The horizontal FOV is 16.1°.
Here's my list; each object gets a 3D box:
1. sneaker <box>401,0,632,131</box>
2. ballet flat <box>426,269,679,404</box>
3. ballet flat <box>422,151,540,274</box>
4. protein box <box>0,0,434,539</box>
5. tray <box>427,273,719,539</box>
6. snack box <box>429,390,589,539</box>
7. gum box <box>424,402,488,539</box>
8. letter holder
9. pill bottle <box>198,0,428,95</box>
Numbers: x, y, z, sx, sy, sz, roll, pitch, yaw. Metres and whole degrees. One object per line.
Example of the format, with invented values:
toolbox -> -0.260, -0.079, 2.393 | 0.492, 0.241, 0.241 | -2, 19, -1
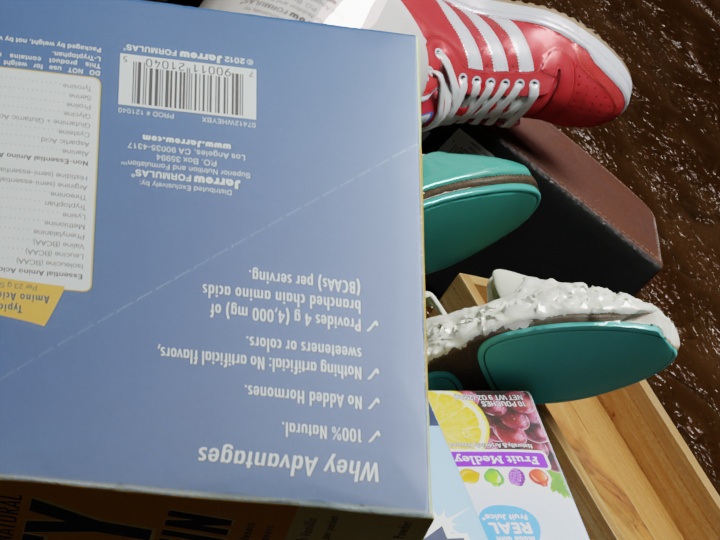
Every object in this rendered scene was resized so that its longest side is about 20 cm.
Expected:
sneaker -> 0.053, -0.096, 1.355 | 0.199, 0.071, 0.113 | 21, 49, -17
ballet flat -> 0.050, 0.033, 1.217 | 0.072, 0.199, 0.072 | -13, 90, -84
ballet flat -> -0.004, -0.023, 1.272 | 0.199, 0.068, 0.070 | -27, 60, -24
protein box -> -0.084, 0.020, 0.935 | 0.197, 0.135, 0.201 | 6, 59, -11
tray -> 0.116, 0.088, 1.264 | 0.098, 0.037, 0.200 | 12, 36, -38
snack box -> 0.034, 0.139, 1.123 | 0.141, 0.053, 0.201 | 1, 43, -20
gum box -> -0.026, 0.132, 1.033 | 0.169, 0.045, 0.201 | -1, 43, -22
letter holder -> 0.069, -0.058, 1.496 | 0.200, 0.101, 0.142 | 37, 23, -14
pill bottle -> -0.059, -0.049, 1.184 | 0.114, 0.114, 0.200 | 39, 57, -10
